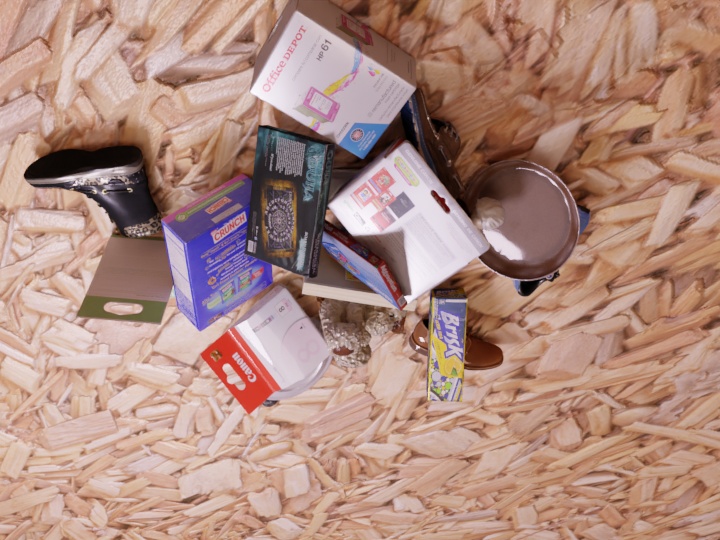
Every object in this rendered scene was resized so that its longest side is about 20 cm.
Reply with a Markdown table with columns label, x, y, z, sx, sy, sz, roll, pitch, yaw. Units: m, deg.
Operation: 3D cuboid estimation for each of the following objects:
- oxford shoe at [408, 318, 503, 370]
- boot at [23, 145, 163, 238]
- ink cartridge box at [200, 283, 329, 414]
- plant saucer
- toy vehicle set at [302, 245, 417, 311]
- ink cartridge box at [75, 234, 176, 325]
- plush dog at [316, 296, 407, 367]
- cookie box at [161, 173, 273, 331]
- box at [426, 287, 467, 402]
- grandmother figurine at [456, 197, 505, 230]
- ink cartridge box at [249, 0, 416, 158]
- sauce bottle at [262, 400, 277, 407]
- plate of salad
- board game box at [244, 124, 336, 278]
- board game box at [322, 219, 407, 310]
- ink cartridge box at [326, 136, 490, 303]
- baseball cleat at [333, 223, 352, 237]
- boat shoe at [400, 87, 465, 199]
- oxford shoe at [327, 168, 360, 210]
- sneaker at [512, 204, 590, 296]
| label | x | y | z | sx | sy | sz | roll | pitch | yaw |
| --- | --- | --- | --- | --- | --- | --- | --- | --- | --- |
| oxford shoe | 0.197 | 0.142 | 1.388 | 0.194 | 0.072 | 0.072 | 14 | 128 | -10 |
| boot | -0.430 | -0.120 | 1.161 | 0.197 | 0.075 | 0.156 | -5 | 136 | 6 |
| ink cartridge box | -0.173 | 0.153 | 1.326 | 0.199 | 0.057 | 0.164 | -42 | 111 | -15 |
| plant saucer | 0.258 | -0.083 | 1.146 | 0.195 | 0.032 | 0.206 | 13 | 118 | 25 |
| toy vehicle set | 0.000 | 0.000 | 1.221 | 0.194 | 0.126 | 0.027 | 9 | 135 | -6 |
| ink cartridge box | -0.381 | 0.024 | 1.204 | 0.141 | 0.203 | 0.049 | 5 | 136 | -2 |
| plush dog | 0.011 | 0.076 | 1.308 | 0.167 | 0.164 | 0.201 | -18 | 161 | 0 |
| cookie box | -0.230 | -0.029 | 1.171 | 0.075 | 0.170 | 0.203 | 35 | 142 | 28 |
| box | 0.161 | 0.139 | 1.328 | 0.068 | 0.064 | 0.206 | 1 | 105 | 1 |
| grandmother figurine | 0.146 | -0.073 | 1.167 | 0.196 | 0.060 | 0.124 | -17 | 97 | 33 |
| ink cartridge box | -0.039 | -0.274 | 0.992 | 0.197 | 0.086 | 0.145 | 27 | 129 | -20 |
| sauce bottle | -0.213 | 0.206 | 1.467 | 0.064 | 0.067 | 0.203 | -7 | 135 | 8 |
| plate of salad | -0.144 | 0.172 | 1.418 | 0.195 | 0.048 | 0.205 | -16 | 126 | -22 |
| board game box | -0.110 | -0.105 | 1.074 | 0.133 | 0.028 | 0.206 | 20 | 110 | 28 |
| board game box | -0.008 | -0.018 | 1.107 | 0.019 | 0.199 | 0.104 | -41 | 134 | -12 |
| ink cartridge box | 0.081 | -0.083 | 1.052 | 0.174 | 0.084 | 0.201 | -33 | 103 | 36 |
| baseball cleat | 0.033 | -0.058 | 1.172 | 0.197 | 0.069 | 0.109 | -26 | 91 | 37 |
| boat shoe | 0.113 | -0.193 | 1.081 | 0.071 | 0.073 | 0.203 | -22 | 127 | -2 |
| oxford shoe | -0.072 | -0.126 | 1.152 | 0.193 | 0.059 | 0.076 | -1 | 136 | 5 |
| sneaker | 0.327 | -0.029 | 1.206 | 0.077 | 0.091 | 0.202 | 17 | 132 | -16 |
